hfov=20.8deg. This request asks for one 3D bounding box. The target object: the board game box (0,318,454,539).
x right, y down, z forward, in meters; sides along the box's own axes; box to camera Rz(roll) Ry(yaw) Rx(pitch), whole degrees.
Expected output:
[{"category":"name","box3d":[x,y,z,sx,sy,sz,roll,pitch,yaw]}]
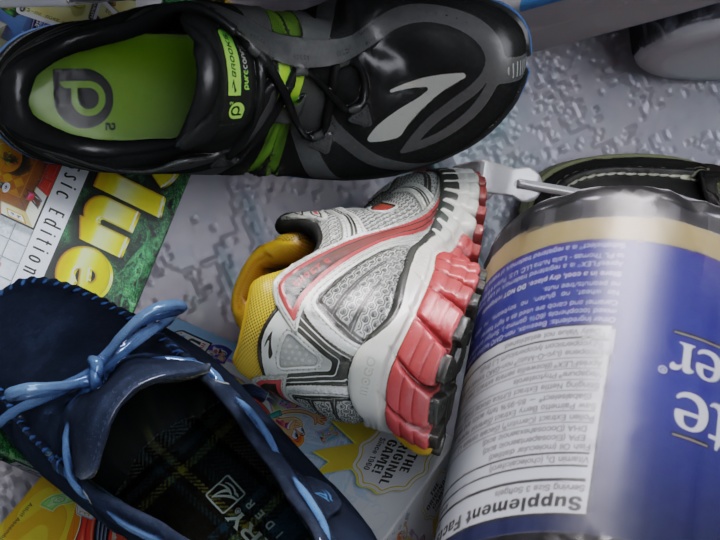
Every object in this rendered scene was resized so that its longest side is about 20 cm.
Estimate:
[{"category":"board game box","box3d":[-0.070,0.118,0.673,0.200,0.134,0.034,-51,143,-26]}]

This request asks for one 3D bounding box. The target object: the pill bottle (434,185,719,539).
[{"category":"pill bottle","box3d":[0.080,0.082,0.633,0.111,0.112,0.201,23,56,-16]}]

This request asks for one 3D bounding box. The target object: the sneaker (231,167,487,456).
[{"category":"sneaker","box3d":[0.000,0.000,0.696,0.082,0.200,0.078,14,102,1]}]

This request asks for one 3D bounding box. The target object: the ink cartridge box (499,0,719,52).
[{"category":"ink cartridge box","box3d":[0.077,-0.197,0.783,0.068,0.115,0.201,3,81,-47]}]

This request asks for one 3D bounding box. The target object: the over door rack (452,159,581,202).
[{"category":"over door rack","box3d":[0.125,0.042,0.750,0.199,0.067,0.149,8,83,1]}]

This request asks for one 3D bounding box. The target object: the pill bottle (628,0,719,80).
[{"category":"pill bottle","box3d":[0.156,-0.189,0.827,0.106,0.106,0.201,-2,81,-21]}]

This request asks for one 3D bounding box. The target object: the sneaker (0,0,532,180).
[{"category":"sneaker","box3d":[-0.036,-0.062,0.699,0.199,0.083,0.071,-4,99,-4]}]

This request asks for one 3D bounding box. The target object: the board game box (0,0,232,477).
[{"category":"board game box","box3d":[-0.122,-0.032,0.741,0.104,0.023,0.201,25,73,-17]}]

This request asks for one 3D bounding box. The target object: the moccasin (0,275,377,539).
[{"category":"moccasin","box3d":[-0.061,0.051,0.646,0.200,0.068,0.081,31,71,32]}]

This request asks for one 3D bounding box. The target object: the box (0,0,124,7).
[{"category":"box","box3d":[-0.037,-0.128,0.689,0.199,0.116,0.060,-8,101,-31]}]

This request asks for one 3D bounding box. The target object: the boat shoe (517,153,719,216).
[{"category":"boat shoe","box3d":[0.166,-0.013,0.822,0.200,0.066,0.072,11,79,-18]}]
